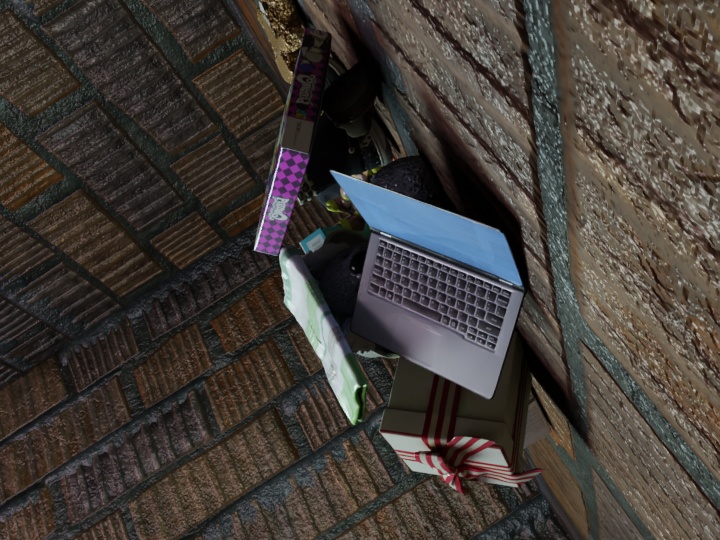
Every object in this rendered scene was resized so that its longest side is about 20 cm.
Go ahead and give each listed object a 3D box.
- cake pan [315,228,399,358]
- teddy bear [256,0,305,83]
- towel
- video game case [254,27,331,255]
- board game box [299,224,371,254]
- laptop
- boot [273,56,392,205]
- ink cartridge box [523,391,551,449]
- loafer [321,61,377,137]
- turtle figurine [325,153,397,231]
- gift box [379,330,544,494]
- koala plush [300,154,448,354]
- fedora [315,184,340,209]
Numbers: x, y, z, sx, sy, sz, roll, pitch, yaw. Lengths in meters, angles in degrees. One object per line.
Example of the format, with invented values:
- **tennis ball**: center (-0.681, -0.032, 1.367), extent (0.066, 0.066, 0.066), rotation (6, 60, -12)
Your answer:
- **cake pan**: center (0.002, 0.037, 0.984), extent (0.200, 0.037, 0.201), rotation (38, -144, -34)
- **teddy bear**: center (-0.117, -0.389, 1.070), extent (0.201, 0.067, 0.145), rotation (65, 168, -21)
- **towel**: center (-0.048, 0.082, 0.852), extent (0.201, 0.031, 0.149), rotation (60, 166, 26)
- **video game case**: center (-0.080, -0.144, 0.809), extent (0.200, 0.036, 0.182), rotation (119, 161, -57)
- **board game box**: center (0.000, 0.000, 1.126), extent (0.152, 0.047, 0.200), rotation (60, -156, 6)
- **laptop**: center (0.055, 0.019, 0.692), extent (0.187, 0.201, 0.116), rotation (24, -159, 29)
- **boot**: center (-0.063, -0.201, 0.983), extent (0.204, 0.153, 0.074), rotation (59, 176, 21)
- **ink cartridge box**: center (0.224, 0.189, 1.164), extent (0.200, 0.084, 0.146), rotation (59, 180, -33)
- **loafer**: center (-0.005, -0.203, 0.847), extent (0.071, 0.073, 0.200), rotation (45, -174, -15)
- **turtle figurine**: center (-0.002, -0.154, 1.081), extent (0.200, 0.064, 0.162), rotation (44, 130, 26)
- **gift box**: center (0.147, 0.190, 0.936), extent (0.185, 0.199, 0.188), rotation (52, -134, -48)
- **koala plush**: center (0.036, -0.002, 0.856), extent (0.178, 0.199, 0.184), rotation (57, 180, 19)
- **fedora**: center (-0.056, -0.177, 1.240), extent (0.201, 0.091, 0.201), rotation (57, -179, -2)
